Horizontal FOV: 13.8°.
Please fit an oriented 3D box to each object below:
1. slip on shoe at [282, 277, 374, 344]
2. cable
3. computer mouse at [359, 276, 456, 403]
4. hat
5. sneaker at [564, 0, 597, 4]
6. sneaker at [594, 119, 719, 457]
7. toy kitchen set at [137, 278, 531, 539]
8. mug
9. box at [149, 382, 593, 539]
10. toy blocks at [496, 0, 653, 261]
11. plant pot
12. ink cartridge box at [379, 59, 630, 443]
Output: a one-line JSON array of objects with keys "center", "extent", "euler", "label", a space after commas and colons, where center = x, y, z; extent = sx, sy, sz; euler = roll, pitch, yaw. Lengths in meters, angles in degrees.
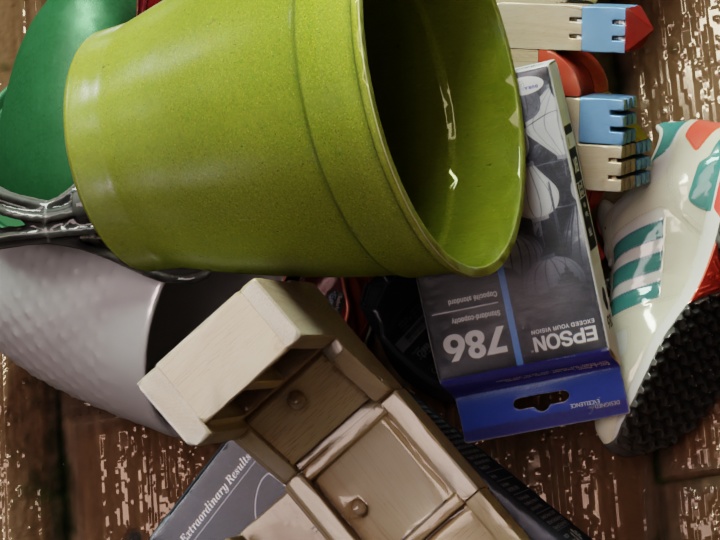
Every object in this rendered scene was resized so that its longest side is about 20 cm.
[{"center": [-0.037, 0.080, 1.748], "extent": [0.074, 0.061, 0.201], "euler": [11, 83, 23], "label": "slip on shoe"}, {"center": [-0.156, -0.032, 1.657], "extent": [0.199, 0.050, 0.098], "euler": [-11, 111, 9], "label": "cable"}, {"center": [0.000, 0.000, 1.724], "extent": [0.200, 0.034, 0.059], "euler": [49, 57, -2], "label": "computer mouse"}, {"center": [-0.161, -0.144, 1.683], "extent": [0.165, 0.176, 0.200], "euler": [4, 47, 18], "label": "hat"}, {"center": [0.061, -0.208, 1.723], "extent": [0.200, 0.076, 0.116], "euler": [25, 85, 23], "label": "sneaker"}, {"center": [0.169, 0.006, 1.683], "extent": [0.093, 0.070, 0.201], "euler": [21, 88, 44], "label": "sneaker"}, {"center": [-0.034, 0.133, 1.518], "extent": [0.163, 0.180, 0.200], "euler": [-42, 83, 6], "label": "toy kitchen set"}, {"center": [-0.143, -0.020, 1.772], "extent": [0.175, 0.148, 0.201], "euler": [19, 86, 29], "label": "mug"}, {"center": [0.010, 0.153, 1.655], "extent": [0.200, 0.107, 0.149], "euler": [39, 94, 8], "label": "box"}, {"center": [0.100, -0.075, 1.658], "extent": [0.136, 0.100, 0.201], "euler": [5, 99, 22], "label": "toy blocks"}, {"center": [-0.042, -0.080, 1.527], "extent": [0.192, 0.200, 0.201], "euler": [-10, 73, 24], "label": "plant pot"}, {"center": [0.079, -0.007, 1.614], "extent": [0.099, 0.039, 0.201], "euler": [-12, 96, 12], "label": "ink cartridge box"}]
